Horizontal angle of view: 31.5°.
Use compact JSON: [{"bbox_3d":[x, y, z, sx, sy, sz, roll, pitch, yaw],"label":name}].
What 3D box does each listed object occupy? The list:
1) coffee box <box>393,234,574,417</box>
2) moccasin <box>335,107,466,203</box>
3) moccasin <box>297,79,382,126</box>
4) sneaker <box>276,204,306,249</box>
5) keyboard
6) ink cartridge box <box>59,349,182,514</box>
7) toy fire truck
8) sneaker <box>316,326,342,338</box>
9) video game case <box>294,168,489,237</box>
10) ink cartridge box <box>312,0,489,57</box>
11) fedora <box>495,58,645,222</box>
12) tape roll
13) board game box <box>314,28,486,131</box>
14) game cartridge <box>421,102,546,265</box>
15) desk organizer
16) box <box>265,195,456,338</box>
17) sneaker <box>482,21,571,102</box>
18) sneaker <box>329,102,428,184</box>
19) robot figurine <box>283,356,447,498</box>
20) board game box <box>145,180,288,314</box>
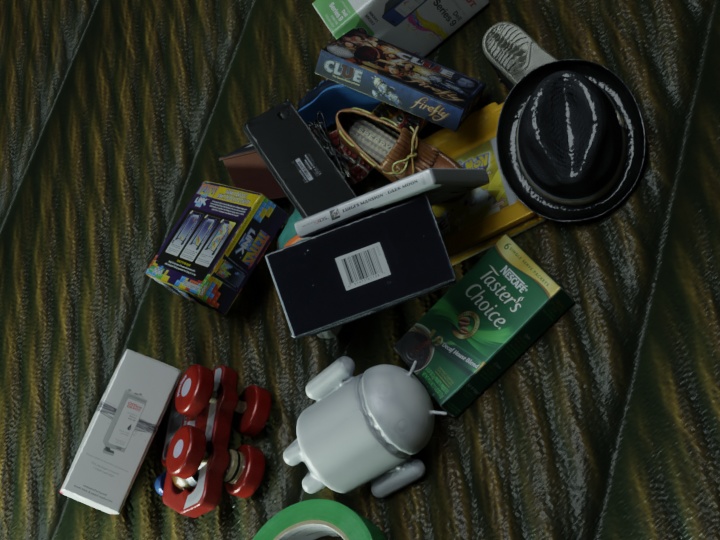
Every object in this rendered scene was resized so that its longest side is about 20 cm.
[{"bbox_3d":[0.145,0.064,1.529,0.200,0.044,0.123,-44,47,5],"label":"coffee box"},{"bbox_3d":[0.053,-0.152,1.641,0.201,0.078,0.074,39,91,21],"label":"moccasin"},{"bbox_3d":[-0.030,-0.257,1.799,0.200,0.080,0.068,-8,54,53],"label":"moccasin"},{"bbox_3d":[-0.073,-0.011,1.722,0.080,0.071,0.201,-19,55,45],"label":"sneaker"},{"bbox_3d":[-0.064,-0.132,1.682,0.104,0.040,0.200,-30,75,-15],"label":"keyboard"},{"bbox_3d":[-0.319,0.216,1.695,0.201,0.082,0.147,-68,8,-16],"label":"ink cartridge box"},{"bbox_3d":[-0.208,0.225,1.655,0.168,0.112,0.201,-33,43,47],"label":"toy fire truck"},{"bbox_3d":[0.000,0.000,1.647,0.099,0.078,0.201,10,65,30],"label":"sneaker"},{"bbox_3d":[0.041,-0.082,1.522,0.181,0.200,0.023,-21,86,24],"label":"video game case"},{"bbox_3d":[0.058,-0.376,1.791,0.200,0.145,0.088,-39,48,9],"label":"ink cartridge box"},{"bbox_3d":[0.246,-0.162,1.516,0.199,0.092,0.202,-2,81,14],"label":"fedora"},{"bbox_3d":[-0.054,0.369,1.482,0.200,0.048,0.201,-18,54,26],"label":"tape roll"},{"bbox_3d":[0.055,-0.252,1.672,0.199,0.136,0.035,24,117,8],"label":"board game box"},{"bbox_3d":[0.137,-0.111,1.651,0.176,0.032,0.201,-27,52,20],"label":"game cartridge"},{"bbox_3d":[-0.115,-0.149,1.807,0.072,0.077,0.200,-32,15,-28],"label":"desk organizer"},{"bbox_3d":[0.005,-0.001,1.515,0.199,0.182,0.105,-20,86,3],"label":"box"},{"bbox_3d":[0.238,-0.228,1.632,0.075,0.106,0.200,-38,77,6],"label":"sneaker"},{"bbox_3d":[0.024,-0.180,1.755,0.199,0.082,0.078,-26,94,35],"label":"sneaker"},{"bbox_3d":[0.005,0.185,1.501,0.200,0.170,0.113,-33,5,22],"label":"robot figurine"},{"bbox_3d":[-0.205,-0.036,1.798,0.166,0.057,0.200,-57,30,-9],"label":"board game box"}]
